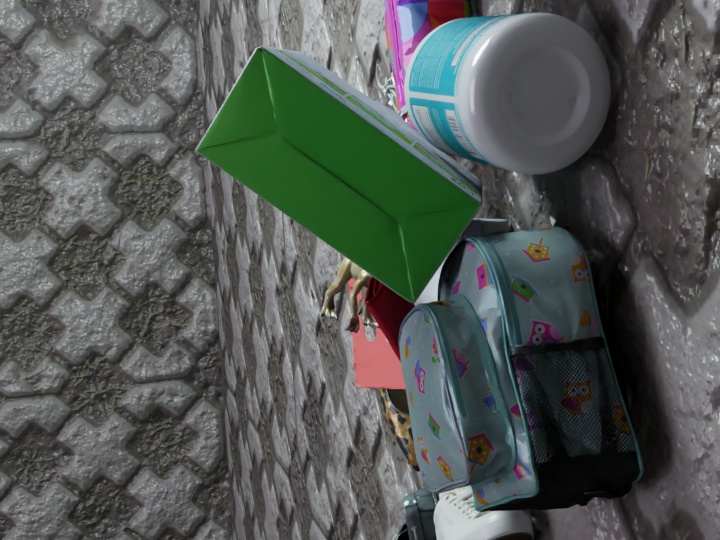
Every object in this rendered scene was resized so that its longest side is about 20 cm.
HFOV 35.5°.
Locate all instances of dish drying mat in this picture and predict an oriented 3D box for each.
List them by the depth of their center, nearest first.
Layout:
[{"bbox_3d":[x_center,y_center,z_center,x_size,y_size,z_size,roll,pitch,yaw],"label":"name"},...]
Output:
[{"bbox_3d":[0.058,0.089,0.932,0.201,0.018,0.077,61,-162,-20],"label":"dish drying mat"}]

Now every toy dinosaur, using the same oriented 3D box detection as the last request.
[{"bbox_3d":[0.000,0.000,1.062,0.200,0.058,0.102,-149,71,-65],"label":"toy dinosaur"}]

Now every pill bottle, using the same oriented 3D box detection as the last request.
[{"bbox_3d":[0.100,-0.138,0.858,0.200,0.110,0.112,-144,50,-70],"label":"pill bottle"}]

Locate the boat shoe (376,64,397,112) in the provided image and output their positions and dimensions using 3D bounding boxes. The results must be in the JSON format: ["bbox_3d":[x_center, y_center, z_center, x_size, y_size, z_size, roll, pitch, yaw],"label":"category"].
[{"bbox_3d":[0.051,-0.166,1.129,0.075,0.061,0.202,-121,30,-62],"label":"boat shoe"}]

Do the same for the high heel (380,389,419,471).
[{"bbox_3d":[0.050,0.098,1.149,0.143,0.071,0.202,72,-164,-73],"label":"high heel"}]

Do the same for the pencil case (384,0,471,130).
[{"bbox_3d":[0.062,-0.211,1.032,0.088,0.087,0.202,171,95,-75],"label":"pencil case"}]

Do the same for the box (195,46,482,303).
[{"bbox_3d":[-0.006,-0.084,0.891,0.097,0.199,0.177,-55,1,11],"label":"box"}]

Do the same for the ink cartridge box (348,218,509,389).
[{"bbox_3d":[0.051,0.037,1.040,0.199,0.050,0.164,-2,93,40],"label":"ink cartridge box"}]

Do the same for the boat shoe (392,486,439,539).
[{"bbox_3d":[0.058,0.298,1.258,0.201,0.061,0.073,105,155,-53],"label":"boat shoe"}]

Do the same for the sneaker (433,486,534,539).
[{"bbox_3d":[0.102,0.228,1.045,0.200,0.072,0.085,120,140,-68],"label":"sneaker"}]

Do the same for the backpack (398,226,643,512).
[{"bbox_3d":[0.109,0.071,0.830,0.176,0.152,0.202,116,153,-72],"label":"backpack"}]
